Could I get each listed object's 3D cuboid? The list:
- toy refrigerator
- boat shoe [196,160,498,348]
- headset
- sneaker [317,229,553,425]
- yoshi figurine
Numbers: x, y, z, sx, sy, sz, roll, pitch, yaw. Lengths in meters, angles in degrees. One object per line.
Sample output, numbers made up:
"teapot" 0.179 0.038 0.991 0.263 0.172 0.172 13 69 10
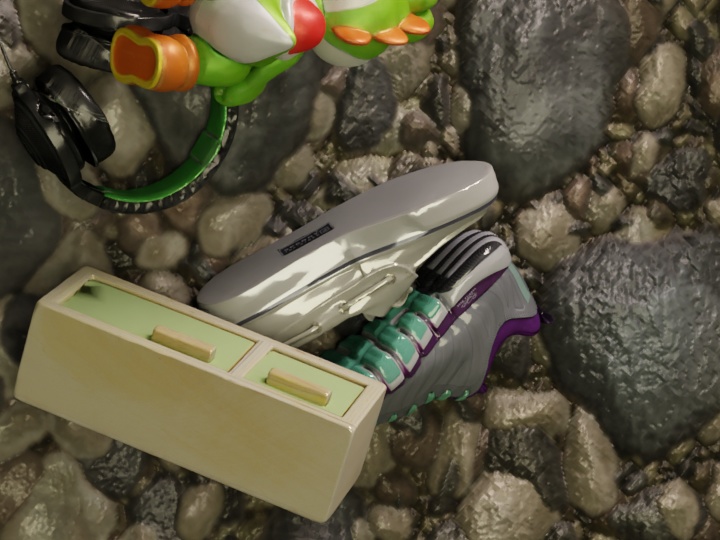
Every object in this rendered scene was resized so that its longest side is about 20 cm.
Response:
"toy refrigerator" -0.093 0.068 1.305 0.199 0.076 0.070 22 111 10
"boat shoe" 0.000 0.000 1.368 0.199 0.072 0.066 -29 112 -6
"headset" -0.155 -0.108 1.290 0.199 0.094 0.124 30 93 -30
"sneaker" 0.033 0.070 1.391 0.200 0.074 0.088 -42 114 -4
"yoshi figurine" -0.053 -0.157 1.293 0.199 0.112 0.113 -7 72 -33
